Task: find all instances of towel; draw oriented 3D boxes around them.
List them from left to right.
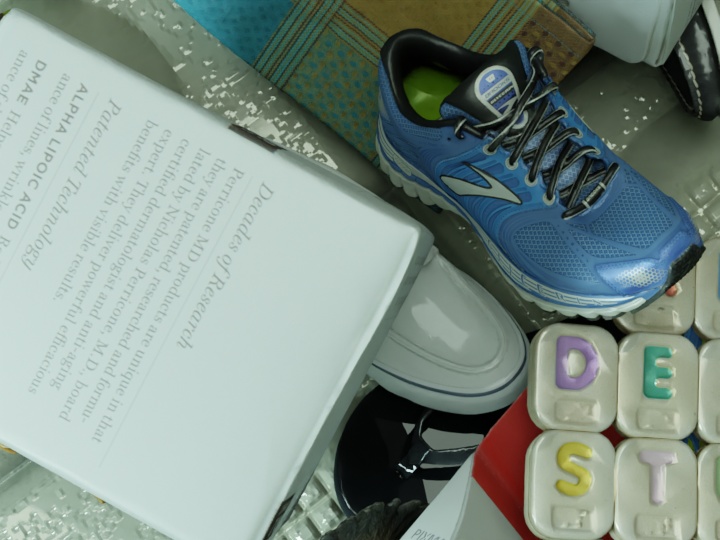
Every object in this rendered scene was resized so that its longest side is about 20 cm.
[{"bbox_3d":[0.003,-0.135,0.982,0.200,0.147,0.022,38,39,-6],"label":"towel"}]

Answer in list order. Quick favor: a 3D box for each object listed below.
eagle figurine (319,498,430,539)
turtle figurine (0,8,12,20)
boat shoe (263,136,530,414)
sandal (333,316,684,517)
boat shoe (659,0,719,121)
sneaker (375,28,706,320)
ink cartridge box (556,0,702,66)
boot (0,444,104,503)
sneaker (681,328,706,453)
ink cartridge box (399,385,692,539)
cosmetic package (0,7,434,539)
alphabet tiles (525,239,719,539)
[{"bbox_3d":[-0.049,0.199,0.913,0.198,0.152,0.152,-9,56,2],"label":"eagle figurine"},{"bbox_3d":[-0.249,-0.182,1.006,0.160,0.064,0.201,23,99,11],"label":"turtle figurine"},{"bbox_3d":[0.000,0.000,0.973,0.199,0.065,0.074,31,70,19],"label":"boat shoe"},{"bbox_3d":[0.074,0.065,0.988,0.199,0.043,0.076,-27,77,-7],"label":"sandal"},{"bbox_3d":[0.141,-0.163,1.032,0.060,0.074,0.201,-20,74,-6],"label":"boat shoe"},{"bbox_3d":[0.074,-0.051,0.897,0.079,0.089,0.200,-43,54,-19],"label":"sneaker"},{"bbox_3d":[0.137,-0.225,0.978,0.145,0.084,0.201,28,67,13],"label":"ink cartridge box"},{"bbox_3d":[-0.170,0.011,0.985,0.201,0.071,0.144,39,78,4],"label":"boot"},{"bbox_3d":[0.212,0.106,0.962,0.082,0.071,0.201,-20,89,-7],"label":"sneaker"},{"bbox_3d":[0.086,0.165,0.910,0.200,0.050,0.161,-47,116,-16],"label":"ink cartridge box"},{"bbox_3d":[-0.090,0.009,0.866,0.199,0.165,0.166,28,92,3],"label":"cosmetic package"},{"bbox_3d":[0.175,0.082,0.904,0.198,0.015,0.197,5,79,-10],"label":"alphabet tiles"}]
